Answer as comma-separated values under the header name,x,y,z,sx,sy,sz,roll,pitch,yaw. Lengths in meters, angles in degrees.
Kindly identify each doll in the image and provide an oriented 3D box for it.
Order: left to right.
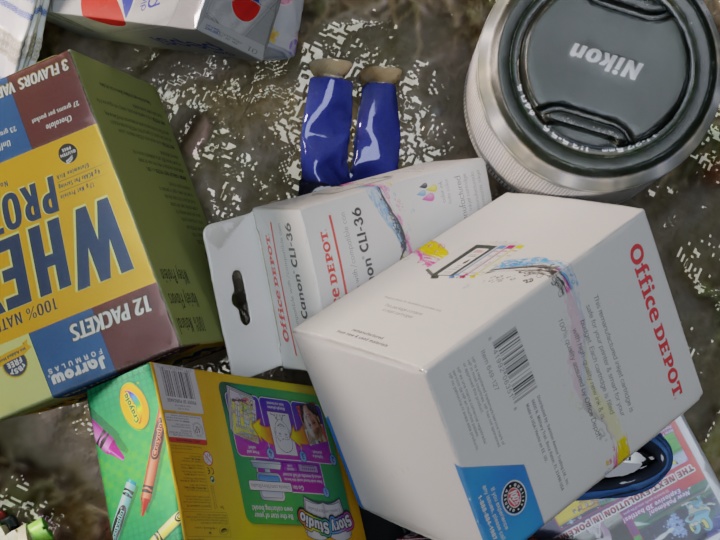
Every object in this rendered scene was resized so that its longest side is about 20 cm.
name,x,y,z,sx,sy,sz,roll,pitch,yaw
doll,-0.005,-0.048,1.249,0.136,0.048,0.200,7,87,-21

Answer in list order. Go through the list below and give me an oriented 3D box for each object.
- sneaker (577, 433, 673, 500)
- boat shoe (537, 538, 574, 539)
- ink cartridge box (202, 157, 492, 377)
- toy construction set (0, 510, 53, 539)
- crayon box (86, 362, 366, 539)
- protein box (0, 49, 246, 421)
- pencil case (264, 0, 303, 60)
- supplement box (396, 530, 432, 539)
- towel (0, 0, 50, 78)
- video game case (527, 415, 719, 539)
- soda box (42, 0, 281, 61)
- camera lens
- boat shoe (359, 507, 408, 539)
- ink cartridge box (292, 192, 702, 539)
name,x,y,z,sx,sy,sz,roll,pitch,yaw
sneaker,0.117,0.130,1.203,0.200,0.078,0.066,-2,87,0
boat shoe,0.196,0.236,1.196,0.200,0.057,0.067,30,62,-19
ink cartridge box,0.000,0.000,1.182,0.200,0.067,0.117,-17,101,-32
toy construction set,-0.279,0.222,1.187,0.200,0.131,0.092,-16,87,-2
crayon box,-0.083,0.133,1.126,0.058,0.200,0.119,-24,69,29
protein box,-0.190,-0.020,1.164,0.135,0.199,0.200,-22,86,8
pencil case,-0.074,-0.252,1.246,0.091,0.083,0.200,10,87,-13
supplement box,0.075,0.269,1.180,0.061,0.109,0.200,-4,93,19
towel,-0.281,-0.210,1.212,0.147,0.024,0.200,26,119,14
video game case,0.148,0.154,1.250,0.200,0.023,0.182,-28,86,-3
soda box,-0.147,-0.193,1.194,0.200,0.068,0.063,14,86,42
camera lens,0.153,-0.124,1.181,0.160,0.200,0.160,0,86,-1
boat shoe,0.011,0.231,1.189,0.074,0.066,0.199,19,59,-15
ink cartridge box,0.092,0.061,1.121,0.200,0.145,0.147,-33,115,-28
